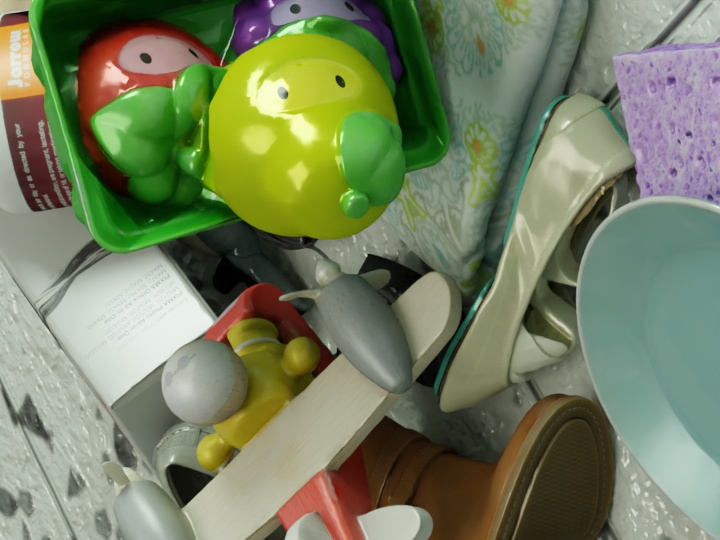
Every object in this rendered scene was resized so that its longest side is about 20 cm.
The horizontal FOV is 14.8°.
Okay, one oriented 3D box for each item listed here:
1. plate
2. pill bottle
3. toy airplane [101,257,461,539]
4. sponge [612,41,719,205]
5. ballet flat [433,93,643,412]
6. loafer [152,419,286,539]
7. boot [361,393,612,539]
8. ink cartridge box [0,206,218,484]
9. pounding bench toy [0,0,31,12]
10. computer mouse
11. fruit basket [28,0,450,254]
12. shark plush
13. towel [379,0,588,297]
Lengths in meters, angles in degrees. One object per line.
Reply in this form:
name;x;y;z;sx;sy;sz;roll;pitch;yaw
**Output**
plate;0.181;0.051;1.289;0.200;0.026;0.201;35;142;33
pill bottle;-0.155;-0.094;1.549;0.113;0.198;0.114;-9;-90;-87
toy airplane;-0.045;0.090;1.430;0.199;0.141;0.201;-2;60;53
sponge;0.198;-0.050;1.254;0.199;0.030;0.112;1;102;53
ballet flat;0.093;0.005;1.390;0.069;0.069;0.201;47;134;33
loafer;-0.044;0.167;1.561;0.200;0.070;0.070;44;108;-7
boot;0.052;0.118;1.475;0.155;0.073;0.201;46;130;42
ink cartridge box;-0.146;0.019;1.638;0.200;0.083;0.145;52;174;29
pounding bench toy;-0.168;-0.255;1.561;0.124;0.155;0.202;0;102;53
computer mouse;0.000;0.000;1.530;0.200;0.034;0.059;41;152;37
fruit basket;-0.049;-0.086;1.347;0.215;0.215;0.157;-14;92;54
shark plush;-0.094;-0.059;1.613;0.083;0.091;0.201;-37;63;19
towel;0.032;-0.112;1.438;0.171;0.048;0.201;46;135;35
